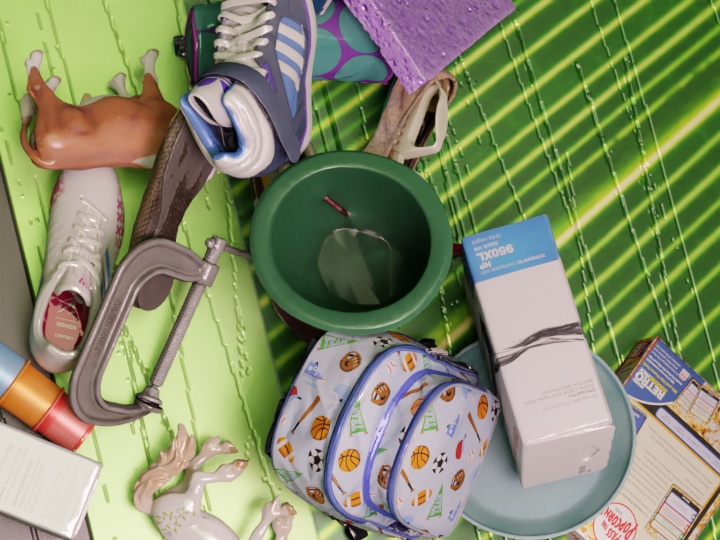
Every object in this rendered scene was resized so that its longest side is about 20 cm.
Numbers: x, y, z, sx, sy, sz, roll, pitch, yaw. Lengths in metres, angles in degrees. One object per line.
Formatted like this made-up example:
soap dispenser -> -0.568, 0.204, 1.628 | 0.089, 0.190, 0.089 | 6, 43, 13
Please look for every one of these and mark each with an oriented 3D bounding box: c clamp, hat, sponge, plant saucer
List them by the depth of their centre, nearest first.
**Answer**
c clamp -> -0.174, 0.053, 1.547 | 0.027, 0.171, 0.201 | 26, 87, 33
hat -> 0.000, 0.000, 1.582 | 0.199, 0.176, 0.167 | 13, 73, 1
plant saucer -> 0.154, 0.155, 1.630 | 0.199, 0.036, 0.201 | -1, 68, 4
sponge -> 0.065, -0.249, 1.637 | 0.112, 0.030, 0.200 | 53, 40, -5

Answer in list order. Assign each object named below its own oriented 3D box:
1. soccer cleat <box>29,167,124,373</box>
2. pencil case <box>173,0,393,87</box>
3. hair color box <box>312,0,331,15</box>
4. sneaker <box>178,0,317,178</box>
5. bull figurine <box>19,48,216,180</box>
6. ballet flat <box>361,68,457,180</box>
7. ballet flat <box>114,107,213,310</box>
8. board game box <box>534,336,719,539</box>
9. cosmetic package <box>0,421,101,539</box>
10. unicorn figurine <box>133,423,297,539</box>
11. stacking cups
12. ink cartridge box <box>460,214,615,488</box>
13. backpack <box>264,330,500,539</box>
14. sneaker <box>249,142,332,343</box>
soccer cleat -> -0.243, -0.009, 1.541 | 0.069, 0.086, 0.201 | 11, 80, -14
pencil case -> -0.066, -0.206, 1.619 | 0.199, 0.085, 0.093 | -7, 121, -17
hair color box -> -0.021, -0.340, 1.603 | 0.060, 0.100, 0.201 | 24, 52, -11
sneaker -> -0.099, -0.178, 1.485 | 0.080, 0.146, 0.201 | -2, 98, 24
bull figurine -> -0.212, -0.132, 1.561 | 0.199, 0.065, 0.122 | -2, 59, -39
ballet flat -> 0.037, -0.106, 1.636 | 0.067, 0.068, 0.201 | 14, 76, 29
ballet flat -> -0.172, -0.062, 1.537 | 0.067, 0.046, 0.201 | -2, 115, -53
board game box -> 0.273, 0.188, 1.681 | 0.151, 0.046, 0.200 | 42, 74, -7
cosmetic package -> -0.325, 0.160, 1.488 | 0.199, 0.102, 0.074 | 22, 77, -11
unicorn figurine -> -0.123, 0.243, 1.557 | 0.137, 0.074, 0.200 | -44, 81, -7
stacking cups -> -0.315, 0.083, 1.522 | 0.200, 0.060, 0.061 | 35, 75, -9
ink cartridge box -> 0.155, 0.075, 1.565 | 0.084, 0.145, 0.201 | -15, 67, -1
backpack -> 0.016, 0.141, 1.527 | 0.190, 0.154, 0.201 | 25, 81, -47
sneaker -> -0.053, -0.030, 1.595 | 0.075, 0.090, 0.201 | -16, 85, -16
